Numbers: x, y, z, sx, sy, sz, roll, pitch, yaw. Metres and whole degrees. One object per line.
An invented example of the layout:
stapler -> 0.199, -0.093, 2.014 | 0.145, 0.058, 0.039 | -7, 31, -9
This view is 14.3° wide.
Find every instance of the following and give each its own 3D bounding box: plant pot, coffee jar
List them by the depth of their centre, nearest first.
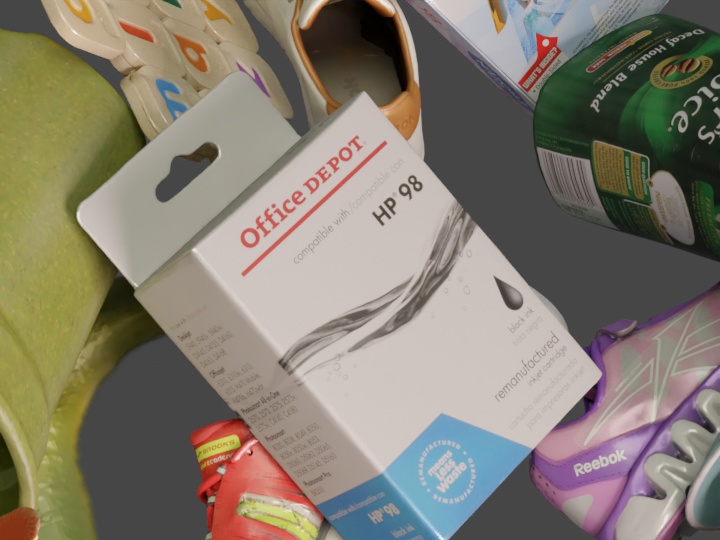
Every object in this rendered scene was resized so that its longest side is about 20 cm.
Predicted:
plant pot -> -0.186, -0.004, 1.235 | 0.200, 0.201, 0.184 | 25, 53, 7
coffee jar -> 0.174, -0.049, 1.282 | 0.104, 0.085, 0.200 | -32, 32, -24

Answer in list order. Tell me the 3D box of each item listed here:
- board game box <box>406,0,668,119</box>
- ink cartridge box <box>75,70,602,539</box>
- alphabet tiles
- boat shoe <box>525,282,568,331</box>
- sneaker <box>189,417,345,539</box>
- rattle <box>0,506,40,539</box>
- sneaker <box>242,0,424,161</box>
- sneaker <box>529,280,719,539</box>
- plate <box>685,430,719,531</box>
board game box -> 0.084, -0.203, 1.333 | 0.199, 0.041, 0.200 | 42, 86, -28
ink cartridge box -> -0.010, 0.011, 1.201 | 0.200, 0.067, 0.116 | 49, 60, -6
alphabet tiles -> -0.105, -0.130, 1.312 | 0.015, 0.196, 0.200 | -35, 67, 19
boat shoe -> 0.000, 0.000, 1.303 | 0.200, 0.074, 0.067 | 17, 31, -1
sneaker -> -0.047, 0.106, 1.233 | 0.085, 0.077, 0.200 | 43, 57, -13
rattle -> -0.180, 0.158, 1.123 | 0.142, 0.200, 0.131 | -12, 70, -3
sneaker -> -0.012, -0.135, 1.361 | 0.073, 0.085, 0.200 | -16, 60, -13
sneaker -> 0.145, 0.044, 1.296 | 0.088, 0.081, 0.200 | 30, 64, 20
plate -> 0.216, 0.042, 1.225 | 0.200, 0.200, 0.026 | -26, 67, -17
